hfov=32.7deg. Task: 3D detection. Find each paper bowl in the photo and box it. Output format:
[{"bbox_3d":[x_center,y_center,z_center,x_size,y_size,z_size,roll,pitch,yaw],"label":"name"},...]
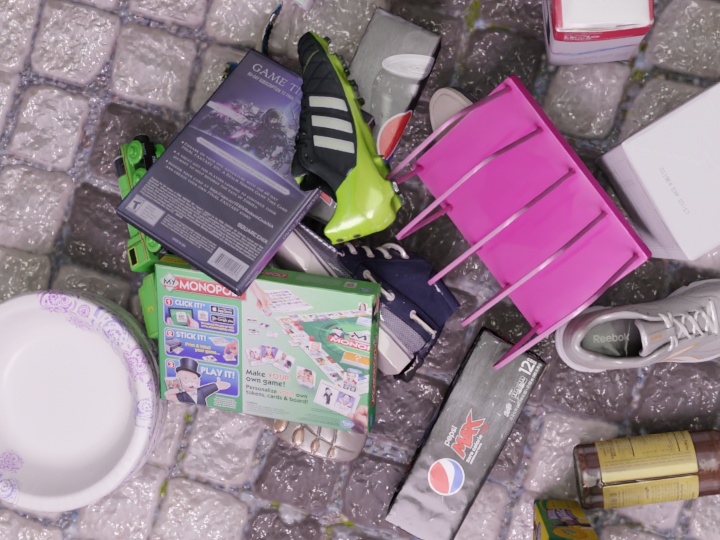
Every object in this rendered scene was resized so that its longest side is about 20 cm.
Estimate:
[{"bbox_3d":[-0.280,0.118,1.159,0.198,0.104,0.203,0,91,4],"label":"paper bowl"}]

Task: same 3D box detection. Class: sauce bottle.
[{"bbox_3d":[0.298,0.181,1.136,0.198,0.065,0.065,-6,90,4],"label":"sauce bottle"}]

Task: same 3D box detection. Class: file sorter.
[{"bbox_3d":[0.123,-0.038,1.071,0.201,0.125,0.139,53,129,4],"label":"file sorter"}]

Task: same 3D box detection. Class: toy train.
[{"bbox_3d":[-0.197,-0.031,1.164,0.056,0.042,0.202,-27,71,36],"label":"toy train"}]

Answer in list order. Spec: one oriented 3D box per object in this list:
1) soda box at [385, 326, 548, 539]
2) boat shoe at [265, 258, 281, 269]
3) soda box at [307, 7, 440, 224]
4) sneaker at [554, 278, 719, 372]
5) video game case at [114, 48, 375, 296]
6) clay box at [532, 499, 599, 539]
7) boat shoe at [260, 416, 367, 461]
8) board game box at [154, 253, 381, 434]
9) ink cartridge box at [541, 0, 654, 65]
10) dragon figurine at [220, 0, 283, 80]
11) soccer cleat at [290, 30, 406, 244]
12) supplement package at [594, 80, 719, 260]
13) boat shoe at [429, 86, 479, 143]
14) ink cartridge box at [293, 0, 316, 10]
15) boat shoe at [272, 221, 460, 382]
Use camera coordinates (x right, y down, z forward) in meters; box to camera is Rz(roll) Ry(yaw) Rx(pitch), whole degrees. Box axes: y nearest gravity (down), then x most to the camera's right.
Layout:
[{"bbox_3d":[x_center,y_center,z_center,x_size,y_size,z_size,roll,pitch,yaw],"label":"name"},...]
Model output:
[{"bbox_3d":[0.098,0.156,1.151,0.070,0.063,0.201,28,92,4],"label":"soda box"},{"bbox_3d":[-0.074,-0.001,1.157,0.198,0.074,0.066,23,88,5],"label":"boat shoe"},{"bbox_3d":[0.005,-0.137,1.147,0.070,0.063,0.201,25,93,4],"label":"soda box"},{"bbox_3d":[0.280,0.057,1.121,0.198,0.092,0.076,-14,90,4],"label":"sneaker"},{"bbox_3d":[-0.101,-0.091,1.082,0.142,0.019,0.201,31,71,20],"label":"video game case"},{"bbox_3d":[0.179,0.278,1.078,0.047,0.200,0.116,1,90,4],"label":"clay box"},{"bbox_3d":[-0.076,0.109,1.160,0.199,0.073,0.075,34,90,9],"label":"boat shoe"},{"bbox_3d":[-0.082,0.064,1.079,0.198,0.029,0.136,8,113,13],"label":"board game box"},{"bbox_3d":[0.201,-0.265,1.070,0.085,0.200,0.149,-4,90,5],"label":"ink cartridge box"},{"bbox_3d":[-0.091,-0.147,1.158,0.099,0.059,0.201,26,73,3],"label":"dragon figurine"},{"bbox_3d":[-0.029,-0.117,1.041,0.080,0.068,0.201,-23,65,6],"label":"soccer cleat"},{"bbox_3d":[0.286,-0.084,1.065,0.109,0.200,0.114,-31,89,5],"label":"supplement package"},{"bbox_3d":[0.144,-0.097,1.158,0.063,0.073,0.200,-34,80,-39],"label":"boat shoe"},{"bbox_3d":[-0.080,-0.372,1.167,0.199,0.050,0.161,38,93,1],"label":"ink cartridge box"},{"bbox_3d":[0.000,0.000,1.107,0.093,0.075,0.200,-45,98,-15],"label":"boat shoe"}]
